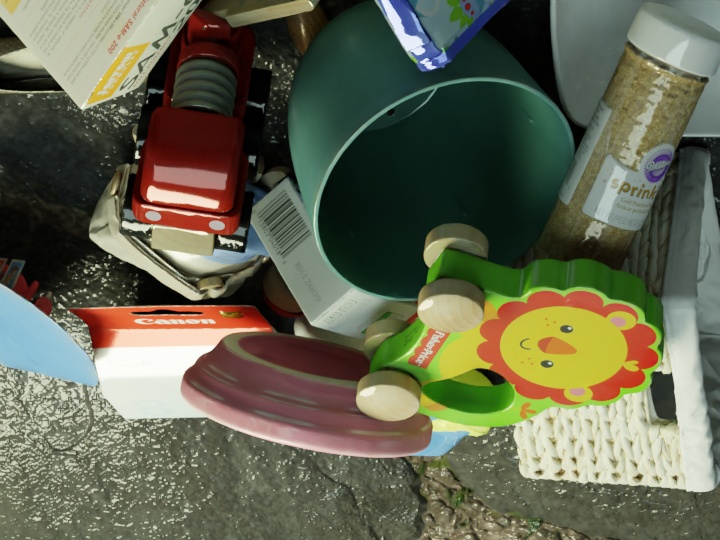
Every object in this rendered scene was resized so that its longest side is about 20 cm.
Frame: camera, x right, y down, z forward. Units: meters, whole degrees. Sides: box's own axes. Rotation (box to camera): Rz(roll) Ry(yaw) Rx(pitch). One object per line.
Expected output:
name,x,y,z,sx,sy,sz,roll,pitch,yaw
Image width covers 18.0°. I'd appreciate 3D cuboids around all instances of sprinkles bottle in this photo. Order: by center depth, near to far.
sprinkles bottle,0.190,-0.087,1.611,0.068,0.068,0.201,20,109,-9

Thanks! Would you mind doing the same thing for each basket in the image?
basket,0.199,0.040,1.767,0.159,0.201,0.199,-3,129,13

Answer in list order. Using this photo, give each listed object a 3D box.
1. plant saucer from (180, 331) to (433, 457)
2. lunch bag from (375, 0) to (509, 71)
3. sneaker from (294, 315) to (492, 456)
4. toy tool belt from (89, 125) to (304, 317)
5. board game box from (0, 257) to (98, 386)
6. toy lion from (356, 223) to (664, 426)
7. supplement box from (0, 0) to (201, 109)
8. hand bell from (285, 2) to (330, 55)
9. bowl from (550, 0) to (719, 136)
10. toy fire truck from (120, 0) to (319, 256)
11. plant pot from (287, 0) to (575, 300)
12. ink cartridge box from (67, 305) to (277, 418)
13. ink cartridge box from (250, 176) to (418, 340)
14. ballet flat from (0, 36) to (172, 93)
plant saucer,-0.038,0.091,1.755,0.199,0.201,0.051,12,100,-2
lunch bag,0.036,-0.259,1.533,0.127,0.201,0.170,-14,127,35
sneaker,0.015,0.106,1.927,0.199,0.076,0.105,28,128,-16
toy tool belt,-0.106,-0.041,1.794,0.199,0.125,0.123,23,137,-12
board game box,-0.292,0.028,1.868,0.199,0.039,0.158,9,150,43
toy lion,0.115,0.054,1.637,0.190,0.069,0.200,18,141,-13
supplement box,-0.212,-0.234,1.624,0.200,0.073,0.126,49,126,9
hand bell,-0.055,-0.219,1.676,0.103,0.105,0.201,-7,140,13
bowl,0.238,-0.198,1.645,0.198,0.075,0.201,1,130,7
toy fire truck,-0.097,-0.129,1.636,0.128,0.177,0.201,9,146,-2
plant pot,0.035,-0.106,1.670,0.199,0.161,0.202,-13,134,-14
ink cartridge box,-0.143,0.077,1.884,0.159,0.048,0.200,-1,163,9
ink cartridge box,0.000,0.000,1.766,0.050,0.109,0.200,-39,155,17
ballet flat,-0.239,-0.160,1.759,0.198,0.047,0.068,-2,128,6
